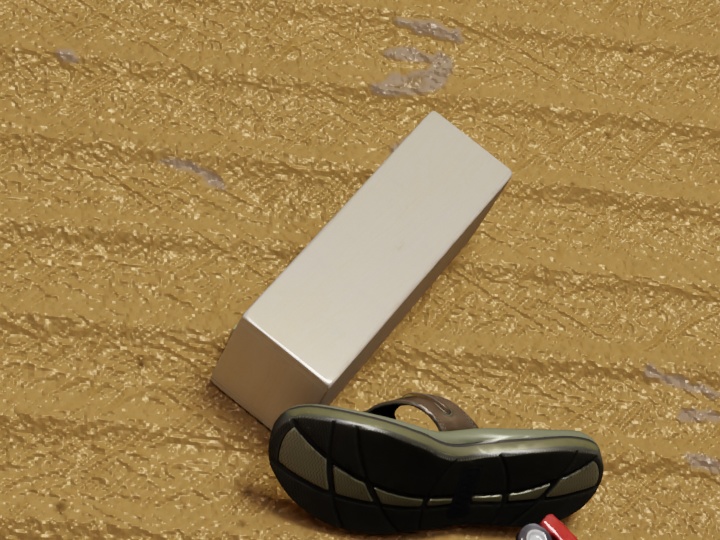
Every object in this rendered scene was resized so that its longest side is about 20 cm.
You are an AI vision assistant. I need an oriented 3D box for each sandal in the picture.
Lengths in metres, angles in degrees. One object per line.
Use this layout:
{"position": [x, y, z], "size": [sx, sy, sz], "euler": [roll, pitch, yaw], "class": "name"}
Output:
{"position": [0.039, 0.103, 1.188], "size": [0.200, 0.080, 0.058], "euler": [7, 40, -24], "class": "sandal"}

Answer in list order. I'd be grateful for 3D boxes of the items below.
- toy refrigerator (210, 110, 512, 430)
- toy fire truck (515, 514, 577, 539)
{"position": [0.000, 0.000, 1.228], "size": [0.070, 0.076, 0.200], "euler": [38, 55, 5], "class": "toy refrigerator"}
{"position": [0.088, 0.238, 1.128], "size": [0.141, 0.049, 0.200], "euler": [44, 54, 8], "class": "toy fire truck"}
